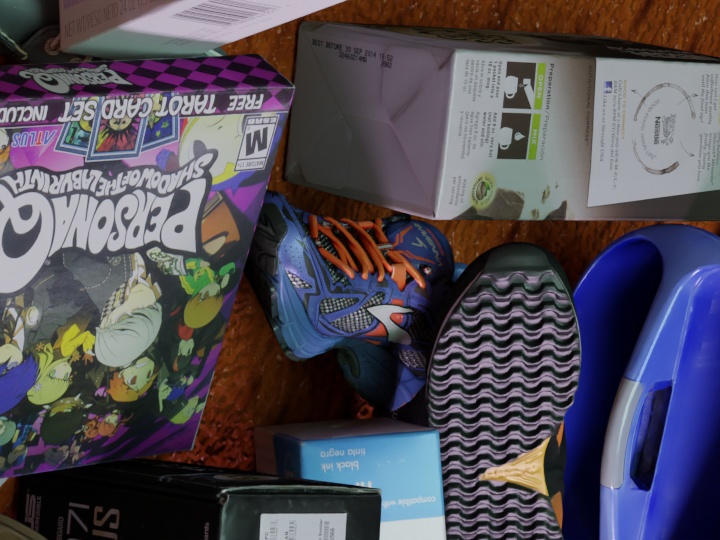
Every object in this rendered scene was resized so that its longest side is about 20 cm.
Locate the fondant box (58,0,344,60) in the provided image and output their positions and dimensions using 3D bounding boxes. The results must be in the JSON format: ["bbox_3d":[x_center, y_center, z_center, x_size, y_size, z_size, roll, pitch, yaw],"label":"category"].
[{"bbox_3d":[-0.063,-0.195,1.099,0.058,0.144,0.202,6,77,-39],"label":"fondant box"}]

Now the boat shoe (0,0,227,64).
[{"bbox_3d":[-0.112,-0.105,1.169,0.200,0.062,0.073,38,79,-38],"label":"boat shoe"}]

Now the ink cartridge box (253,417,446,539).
[{"bbox_3d":[-0.002,0.172,1.260,0.067,0.116,0.202,-4,91,-12],"label":"ink cartridge box"}]

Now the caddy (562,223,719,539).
[{"bbox_3d":[0.156,0.077,1.340,0.105,0.141,0.201,0,105,-43],"label":"caddy"}]

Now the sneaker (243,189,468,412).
[{"bbox_3d":[0.000,0.000,1.245,0.078,0.076,0.200,-34,157,11],"label":"sneaker"}]

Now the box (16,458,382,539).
[{"bbox_3d":[-0.076,0.185,1.182,0.086,0.163,0.202,4,90,-37],"label":"box"}]

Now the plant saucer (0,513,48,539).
[{"bbox_3d":[-0.175,0.171,1.068,0.200,0.200,0.030,-31,161,-31],"label":"plant saucer"}]

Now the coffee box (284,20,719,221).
[{"bbox_3d":[0.078,-0.070,1.307,0.199,0.113,0.080,-1,101,-40],"label":"coffee box"}]

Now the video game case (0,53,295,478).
[{"bbox_3d":[-0.133,0.002,1.113,0.199,0.036,0.182,-6,124,-40],"label":"video game case"}]

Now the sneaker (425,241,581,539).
[{"bbox_3d":[0.064,0.056,1.283,0.069,0.090,0.201,-2,127,0],"label":"sneaker"}]

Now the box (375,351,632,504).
[{"bbox_3d":[0.063,0.108,1.389,0.142,0.036,0.202,11,92,-41],"label":"box"}]

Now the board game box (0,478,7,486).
[{"bbox_3d":[-0.191,0.047,1.156,0.200,0.035,0.127,-49,127,-21],"label":"board game box"}]
